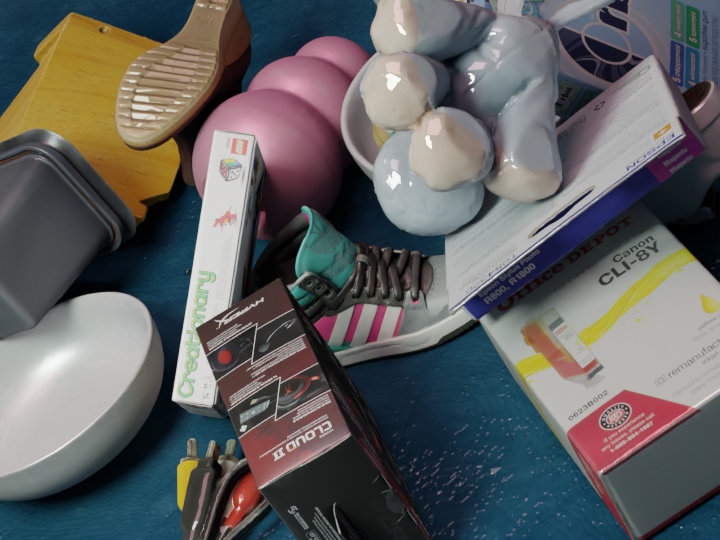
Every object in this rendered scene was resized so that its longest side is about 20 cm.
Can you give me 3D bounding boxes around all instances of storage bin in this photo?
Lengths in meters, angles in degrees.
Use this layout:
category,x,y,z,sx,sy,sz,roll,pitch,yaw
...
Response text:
category,x,y,z,sx,sy,sz,roll,pitch,yaw
storage bin,-0.309,-0.017,1.761,0.200,0.146,0.134,-17,31,43

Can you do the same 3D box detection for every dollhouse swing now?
category,x,y,z,sx,sy,sz,roll,pitch,yaw
dollhouse swing,-0.259,-0.093,1.934,0.181,0.176,0.200,19,50,-5

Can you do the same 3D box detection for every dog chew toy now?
category,x,y,z,sx,sy,sz,roll,pitch,yaw
dog chew toy,-0.051,-0.118,1.762,0.124,0.125,0.200,5,44,36

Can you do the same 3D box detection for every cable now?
category,x,y,z,sx,sy,sz,roll,pitch,yaw
cable,-0.106,0.205,1.537,0.097,0.050,0.200,-1,60,25

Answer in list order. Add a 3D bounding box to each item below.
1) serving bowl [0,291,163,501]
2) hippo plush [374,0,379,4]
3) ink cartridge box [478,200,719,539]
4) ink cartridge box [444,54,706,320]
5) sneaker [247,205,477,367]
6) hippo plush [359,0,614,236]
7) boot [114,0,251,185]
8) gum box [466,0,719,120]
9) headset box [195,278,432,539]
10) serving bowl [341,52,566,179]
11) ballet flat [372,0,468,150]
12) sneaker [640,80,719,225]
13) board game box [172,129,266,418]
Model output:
category,x,y,z,sx,sy,sz,roll,pitch,yaw
serving bowl,-0.233,0.108,1.677,0.200,0.066,0.200,-23,34,16
hippo plush,0.047,-0.314,1.850,0.161,0.159,0.200,-32,57,18
ink cartridge box,0.185,0.062,1.444,0.145,0.083,0.200,-34,40,-1
ink cartridge box,0.144,-0.050,1.472,0.196,0.043,0.200,-38,16,14
sneaker,0.000,0.000,1.600,0.200,0.121,0.084,-18,41,16
hippo plush,0.054,-0.115,1.495,0.161,0.159,0.200,-40,28,56
boot,-0.140,-0.126,1.789,0.072,0.167,0.200,16,50,14
gum box,0.177,-0.180,1.626,0.045,0.200,0.170,121,165,-45
headset box,-0.027,0.125,1.468,0.075,0.149,0.200,-31,40,3
serving bowl,0.088,-0.119,1.690,0.200,0.066,0.200,-13,45,13
ballet flat,0.075,-0.167,1.638,0.069,0.063,0.200,25,61,8
sneaker,0.205,-0.047,1.562,0.200,0.085,0.073,-37,18,31
board game box,-0.103,0.006,1.598,0.035,0.126,0.200,8,82,2
